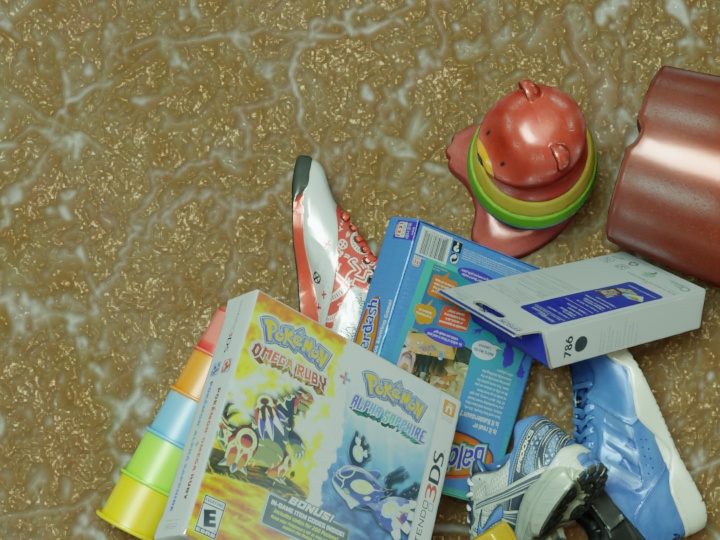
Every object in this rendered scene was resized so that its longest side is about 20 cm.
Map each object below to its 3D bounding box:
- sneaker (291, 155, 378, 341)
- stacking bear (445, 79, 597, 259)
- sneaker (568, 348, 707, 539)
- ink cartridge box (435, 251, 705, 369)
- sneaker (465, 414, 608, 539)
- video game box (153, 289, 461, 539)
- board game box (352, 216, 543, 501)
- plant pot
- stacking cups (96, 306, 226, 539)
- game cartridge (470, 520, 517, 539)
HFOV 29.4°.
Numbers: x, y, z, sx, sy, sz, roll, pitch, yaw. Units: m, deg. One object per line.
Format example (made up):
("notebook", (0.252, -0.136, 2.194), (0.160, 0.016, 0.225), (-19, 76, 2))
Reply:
("sneaker", (0.000, 0.001, 1.149), (0.108, 0.067, 0.202), (-5, 83, 1))
("stacking bear", (0.133, -0.089, 1.084), (0.113, 0.200, 0.122), (-17, 81, 1))
("sneaker", (0.186, 0.141, 1.108), (0.111, 0.077, 0.200), (-25, 87, -10))
("ink cartridge box", (0.164, 0.031, 1.071), (0.199, 0.099, 0.039), (-10, 115, -31))
("sneaker", (0.120, 0.190, 1.079), (0.085, 0.077, 0.200), (50, 131, 30))
("video game box", (-0.029, 0.138, 0.968), (0.200, 0.047, 0.183), (30, 58, -29))
("board game box", (0.065, 0.075, 1.099), (0.152, 0.045, 0.201), (21, 83, -32))
("plant pot", (0.308, -0.064, 1.084), (0.195, 0.201, 0.201), (19, 83, 15))
("stacking cups", (-0.151, 0.124, 1.144), (0.060, 0.061, 0.200), (24, 82, 7))
("game cartridge", (0.108, 0.313, 1.058), (0.176, 0.032, 0.200), (-41, 77, 41))
